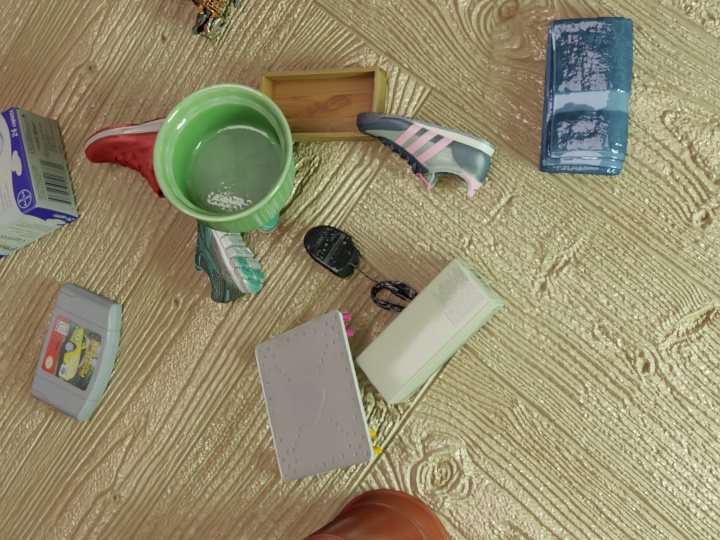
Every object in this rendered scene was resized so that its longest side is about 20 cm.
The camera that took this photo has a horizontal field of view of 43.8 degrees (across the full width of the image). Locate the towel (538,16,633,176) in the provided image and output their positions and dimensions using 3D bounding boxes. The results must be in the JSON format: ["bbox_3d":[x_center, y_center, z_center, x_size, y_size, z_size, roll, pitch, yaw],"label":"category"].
[{"bbox_3d":[0.290,-0.224,1.149,0.110,0.048,0.205,3,87,24],"label":"towel"}]

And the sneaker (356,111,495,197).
[{"bbox_3d":[0.079,-0.159,1.216,0.196,0.070,0.084,17,93,15],"label":"sneaker"}]

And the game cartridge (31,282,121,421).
[{"bbox_3d":[-0.464,0.136,1.475,0.131,0.041,0.204,18,93,21],"label":"game cartridge"}]

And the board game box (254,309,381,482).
[{"bbox_3d":[-0.063,0.179,1.252,0.198,0.026,0.204,-25,74,44],"label":"board game box"}]

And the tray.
[{"bbox_3d":[-0.059,-0.242,1.320,0.196,0.037,0.101,3,86,24],"label":"tray"}]

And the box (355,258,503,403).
[{"bbox_3d":[0.092,0.083,1.202,0.200,0.068,0.083,-45,69,15],"label":"box"}]

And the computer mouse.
[{"bbox_3d":[0.000,0.000,1.277,0.199,0.034,0.059,36,84,18],"label":"computer mouse"}]

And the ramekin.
[{"bbox_3d":[-0.185,-0.152,1.272,0.196,0.098,0.204,-2,75,6],"label":"ramekin"}]

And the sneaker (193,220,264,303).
[{"bbox_3d":[-0.225,-0.040,1.360,0.090,0.077,0.203,-32,72,23],"label":"sneaker"}]

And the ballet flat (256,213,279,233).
[{"bbox_3d":[-0.175,-0.141,1.359,0.063,0.067,0.203,-34,69,47],"label":"ballet flat"}]

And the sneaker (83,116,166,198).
[{"bbox_3d":[-0.357,-0.170,1.430,0.197,0.078,0.118,-11,79,25],"label":"sneaker"}]

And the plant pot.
[{"bbox_3d":[0.001,0.397,1.146,0.197,0.195,0.205,-2,85,24],"label":"plant pot"}]

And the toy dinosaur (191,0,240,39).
[{"bbox_3d":[-0.242,-0.472,1.412,0.133,0.102,0.204,12,72,10],"label":"toy dinosaur"}]

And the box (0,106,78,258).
[{"bbox_3d":[-0.604,-0.146,1.527,0.197,0.105,0.187,-23,76,22],"label":"box"}]
